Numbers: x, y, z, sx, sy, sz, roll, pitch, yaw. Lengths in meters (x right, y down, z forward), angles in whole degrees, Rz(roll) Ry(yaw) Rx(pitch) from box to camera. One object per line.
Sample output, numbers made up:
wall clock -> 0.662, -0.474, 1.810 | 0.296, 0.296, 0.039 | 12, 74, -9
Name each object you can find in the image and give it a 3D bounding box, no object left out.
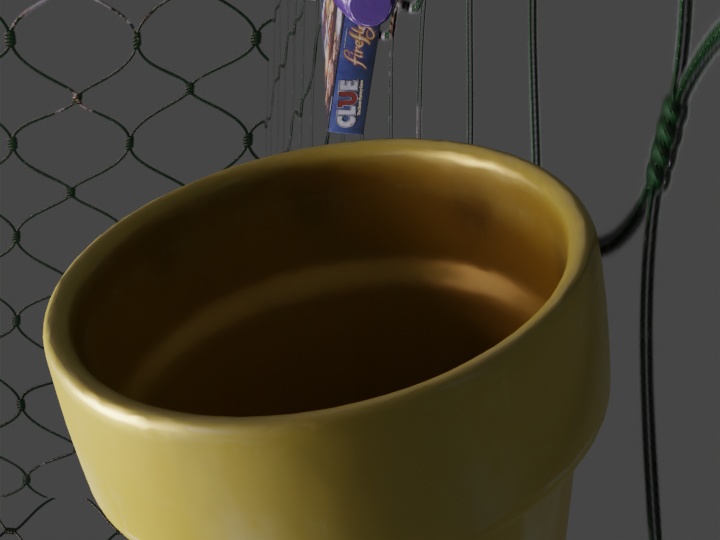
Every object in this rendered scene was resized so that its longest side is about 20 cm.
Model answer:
plant pot -> -0.001, 0.077, 0.563 | 0.201, 0.199, 0.190 | -101, 1, -61
board game box -> -0.011, -0.239, 1.322 | 0.136, 0.034, 0.201 | 99, 170, -46
toy lamp -> -0.001, -0.245, 1.149 | 0.200, 0.058, 0.059 | -100, 15, -58
